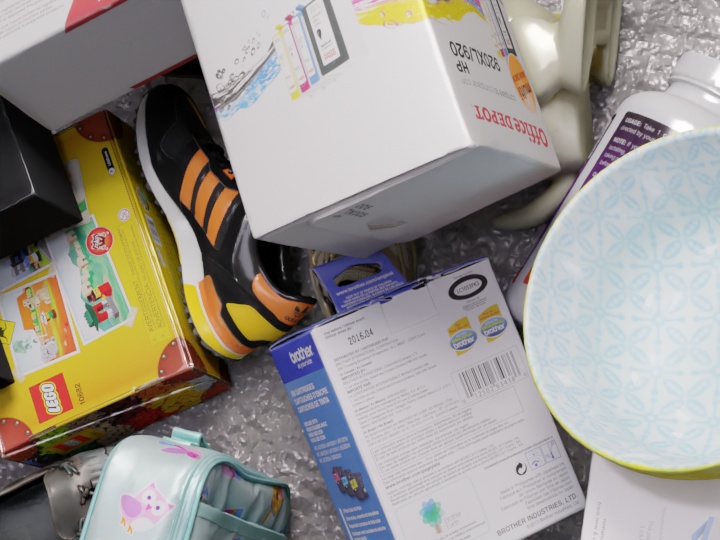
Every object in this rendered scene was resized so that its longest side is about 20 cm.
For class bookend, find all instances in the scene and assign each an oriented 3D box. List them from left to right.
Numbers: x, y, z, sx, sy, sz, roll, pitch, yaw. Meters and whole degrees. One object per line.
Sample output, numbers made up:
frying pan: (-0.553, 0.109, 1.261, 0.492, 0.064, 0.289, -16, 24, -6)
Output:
bookend: (-0.263, -0.006, 1.161, 0.199, 0.092, 0.200, -26, 73, 9)

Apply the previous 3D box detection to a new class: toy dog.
toy dog: (0.061, -0.135, 1.171, 0.199, 0.140, 0.195, 9, 111, 17)

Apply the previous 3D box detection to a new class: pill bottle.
pill bottle: (0.183, -0.031, 1.110, 0.112, 0.112, 0.201, 31, 88, 20)

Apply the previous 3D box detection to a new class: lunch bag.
lunch bag: (-0.109, 0.184, 1.100, 0.077, 0.200, 0.161, 17, 81, 17)

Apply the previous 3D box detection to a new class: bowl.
bowl: (0.201, 0.033, 0.992, 0.199, 0.108, 0.201, -15, 59, 26)

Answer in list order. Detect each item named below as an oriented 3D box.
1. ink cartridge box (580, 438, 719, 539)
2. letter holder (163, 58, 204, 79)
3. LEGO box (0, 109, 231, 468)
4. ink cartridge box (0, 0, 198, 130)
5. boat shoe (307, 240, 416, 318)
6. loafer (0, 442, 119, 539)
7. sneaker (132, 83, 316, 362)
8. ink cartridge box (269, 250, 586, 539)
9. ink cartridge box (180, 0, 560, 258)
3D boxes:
ink cartridge box: (0.235, 0.174, 1.042, 0.199, 0.129, 0.126, 6, 79, 16)
letter holder: (-0.097, -0.243, 1.254, 0.100, 0.142, 0.201, -38, 64, 39)
LEGO box: (-0.196, 0.014, 1.227, 0.148, 0.077, 0.201, -24, 72, 11)
ink cartridge box: (-0.171, -0.213, 1.122, 0.146, 0.083, 0.201, -23, 58, 19)
boat shoe: (0.000, 0.000, 1.180, 0.072, 0.065, 0.201, -18, 74, 12)
loafer: (-0.212, 0.168, 1.206, 0.199, 0.063, 0.072, -22, 73, 10)
sneaker: (-0.085, -0.045, 1.202, 0.090, 0.070, 0.201, -25, 73, 25)
ink cartridge box: (0.036, 0.080, 1.091, 0.136, 0.076, 0.201, -21, 89, -28)
ink cartridge box: (0.002, -0.127, 1.036, 0.144, 0.147, 0.201, -23, 78, 23)
